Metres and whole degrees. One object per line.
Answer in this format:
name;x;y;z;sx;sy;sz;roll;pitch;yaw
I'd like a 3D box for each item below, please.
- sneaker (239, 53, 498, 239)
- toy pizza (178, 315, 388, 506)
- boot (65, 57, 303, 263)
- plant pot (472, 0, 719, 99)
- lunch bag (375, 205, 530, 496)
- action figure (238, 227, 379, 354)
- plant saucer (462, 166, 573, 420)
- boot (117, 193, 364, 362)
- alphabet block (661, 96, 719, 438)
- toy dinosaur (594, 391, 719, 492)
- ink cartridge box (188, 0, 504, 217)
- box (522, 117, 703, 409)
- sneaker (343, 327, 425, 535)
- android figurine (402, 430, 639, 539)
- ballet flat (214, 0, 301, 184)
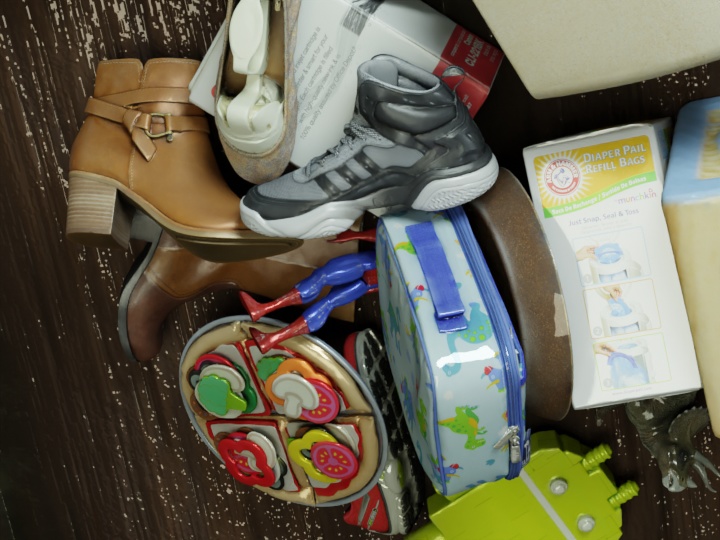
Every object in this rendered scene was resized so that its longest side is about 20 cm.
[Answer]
sneaker;-0.004;-0.096;1.341;0.199;0.076;0.114;-11;115;12
toy pizza;-0.070;0.126;1.524;0.199;0.032;0.201;16;130;20
boot;-0.135;-0.092;1.442;0.199;0.074;0.156;7;75;4
plant pot;0.166;-0.232;1.243;0.176;0.200;0.200;-28;107;21
lunch bag;0.067;0.054;1.360;0.082;0.201;0.161;-12;132;-6
action figure;0.000;0.000;1.454;0.199;0.052;0.066;-22;128;-11
plant saucer;0.114;0.022;1.397;0.034;0.200;0.201;-13;116;-11
boot;-0.101;0.012;1.537;0.199;0.069;0.189;11;114;-2
alphabet block;0.340;-0.016;1.323;0.195;0.196;0.201;-8;113;20
toy dinosaur;0.240;0.076;1.472;0.102;0.077;0.201;1;92;3
ink cartridge box;-0.012;-0.151;1.403;0.199;0.084;0.145;31;121;-4
box;0.200;-0.009;1.376;0.101;0.112;0.201;-10;95;18
sneaker;-0.001;0.144;1.559;0.084;0.077;0.201;1;116;19
android figurine;0.142;0.217;1.556;0.199;0.041;0.182;-30;112;13
ballet flat;-0.081;-0.145;1.336;0.068;0.067;0.201;10;119;11
